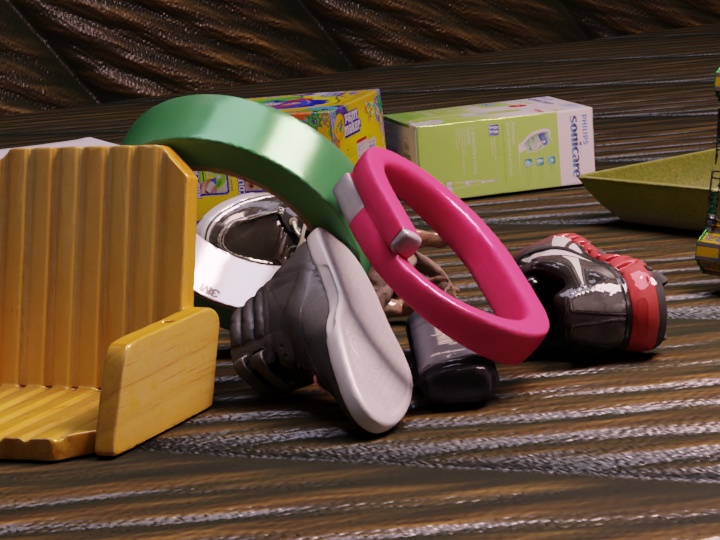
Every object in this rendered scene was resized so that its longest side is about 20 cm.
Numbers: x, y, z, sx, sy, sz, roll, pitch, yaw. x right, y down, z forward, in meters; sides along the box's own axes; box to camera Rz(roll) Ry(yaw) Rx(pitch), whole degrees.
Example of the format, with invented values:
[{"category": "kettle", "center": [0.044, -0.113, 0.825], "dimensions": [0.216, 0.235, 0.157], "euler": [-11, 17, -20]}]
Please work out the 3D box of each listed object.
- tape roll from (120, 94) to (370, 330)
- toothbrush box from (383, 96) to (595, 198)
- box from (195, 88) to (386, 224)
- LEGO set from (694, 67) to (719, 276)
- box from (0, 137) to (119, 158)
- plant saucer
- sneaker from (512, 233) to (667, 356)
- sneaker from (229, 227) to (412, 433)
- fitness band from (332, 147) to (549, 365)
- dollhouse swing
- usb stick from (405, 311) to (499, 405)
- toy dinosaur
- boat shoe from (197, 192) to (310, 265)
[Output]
[{"category": "tape roll", "center": [-0.086, -0.036, 1.541], "dimensions": [0.199, 0.201, 0.048], "euler": [0, 45, 26]}, {"category": "toothbrush box", "center": [0.137, -0.132, 2.328], "dimensions": [0.198, 0.087, 0.146], "euler": [-6, 10, -12]}, {"category": "box", "center": [-0.089, -0.110, 2.215], "dimensions": [0.191, 0.123, 0.200], "euler": [-3, 10, 15]}, {"category": "LEGO set", "center": [0.349, -0.073, 1.663], "dimensions": [0.153, 0.202, 0.115], "euler": [13, -3, -42]}, {"category": "box", "center": [-0.292, -0.035, 1.870], "dimensions": [0.197, 0.132, 0.200], "euler": [-9, 11, -22]}, {"category": "plant saucer", "center": [0.340, -0.074, 2.010], "dimensions": [0.199, 0.048, 0.199], "euler": [-12, 12, -33]}, {"category": "sneaker", "center": [0.138, 0.017, 1.541], "dimensions": [0.097, 0.071, 0.200], "euler": [-6, 11, -19]}, {"category": "sneaker", "center": [-0.030, 0.063, 1.416], "dimensions": [0.099, 0.071, 0.200], "euler": [-43, 33, 16]}, {"category": "fitness band", "center": [0.056, -0.012, 1.450], "dimensions": [0.143, 0.037, 0.200], "euler": [28, 21, -31]}, {"category": "dollhouse swing", "center": [-0.215, 0.016, 1.430], "dimensions": [0.199, 0.177, 0.182], "euler": [1, 12, 25]}, {"category": "usb stick", "center": [0.061, 0.055, 1.474], "dimensions": [0.055, 0.033, 0.200], "euler": [-3, 11, -1]}, {"category": "toy dinosaur", "center": [0.000, 0.000, 1.689], "dimensions": [0.135, 0.087, 0.200], "euler": [-7, 2, 30]}, {"category": "boat shoe", "center": [-0.050, -0.037, 1.931], "dimensions": [0.199, 0.071, 0.064], "euler": [-8, 9, -25]}]
